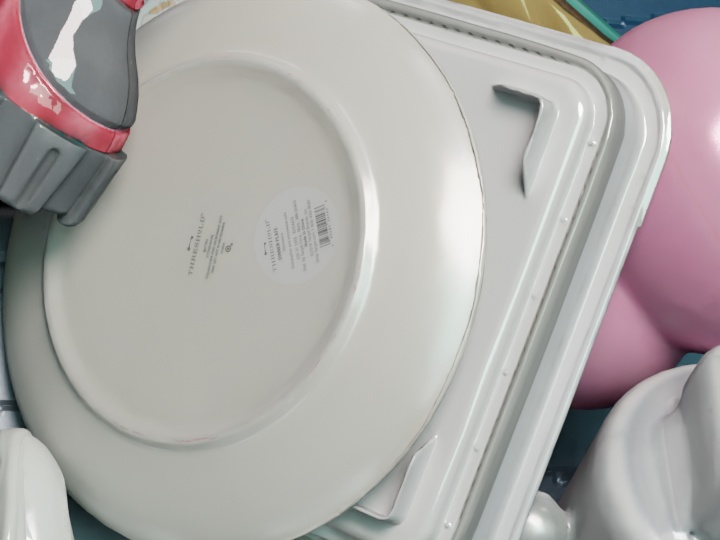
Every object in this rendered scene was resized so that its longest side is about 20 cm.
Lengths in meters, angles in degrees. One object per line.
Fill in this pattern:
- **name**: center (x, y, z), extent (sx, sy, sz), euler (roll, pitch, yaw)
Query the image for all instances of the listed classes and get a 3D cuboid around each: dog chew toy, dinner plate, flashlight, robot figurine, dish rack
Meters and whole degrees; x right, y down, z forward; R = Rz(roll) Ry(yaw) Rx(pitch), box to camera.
- **dog chew toy**: center (0.086, -0.008, 0.800), extent (0.199, 0.124, 0.125), euler (-30, 89, 19)
- **dinner plate**: center (-0.049, -0.005, 0.747), extent (0.024, 0.199, 0.201), euler (21, 67, -58)
- **flashlight**: center (-0.067, -0.113, 0.726), extent (0.068, 0.068, 0.200), euler (31, 102, -25)
- **robot figurine**: center (0.116, 0.112, 0.772), extent (0.169, 0.200, 0.113), euler (12, 47, -9)
- **dish rack**: center (0.000, 0.000, 0.754), extent (0.043, 0.171, 0.201), euler (21, 89, -57)

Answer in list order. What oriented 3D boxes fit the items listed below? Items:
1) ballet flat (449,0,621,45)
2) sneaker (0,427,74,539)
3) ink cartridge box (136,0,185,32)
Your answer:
- **ballet flat**: center (0.100, -0.064, 0.875), extent (0.200, 0.069, 0.063), euler (35, 98, -6)
- **sneaker**: center (-0.102, 0.155, 0.760), extent (0.099, 0.075, 0.201), euler (1, 78, -37)
- **ink cartridge box**: center (-0.093, -0.171, 0.838), extent (0.200, 0.057, 0.163), euler (44, 69, -14)
